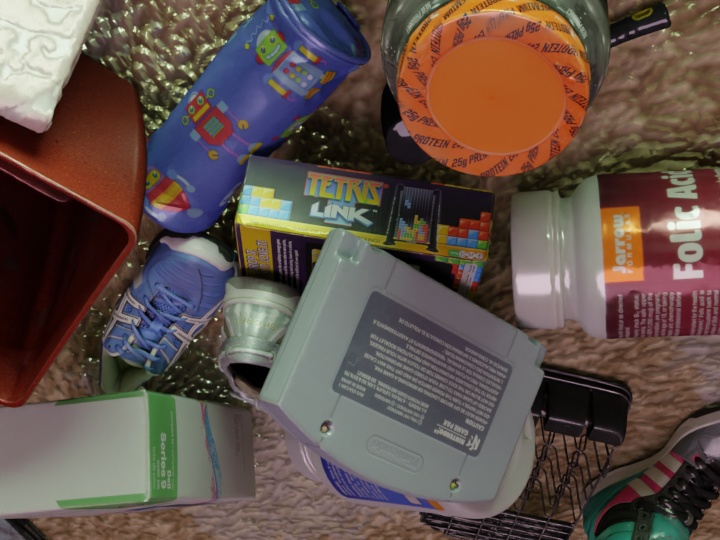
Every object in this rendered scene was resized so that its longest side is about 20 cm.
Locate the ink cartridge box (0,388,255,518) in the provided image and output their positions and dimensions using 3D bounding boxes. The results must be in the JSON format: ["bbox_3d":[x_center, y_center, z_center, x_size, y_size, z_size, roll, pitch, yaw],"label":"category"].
[{"bbox_3d":[-0.189,0.152,0.948,0.144,0.088,0.200,-8,169,16],"label":"ink cartridge box"}]

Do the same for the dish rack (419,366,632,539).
[{"bbox_3d":[0.134,0.168,1.002,0.152,0.055,0.201,13,132,0],"label":"dish rack"}]

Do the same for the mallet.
[{"bbox_3d":[0.103,-0.123,0.756,0.199,0.066,0.041,-16,127,20],"label":"mallet"}]

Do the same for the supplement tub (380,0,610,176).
[{"bbox_3d":[0.076,-0.149,0.650,0.122,0.201,0.123,4,131,5],"label":"supplement tub"}]

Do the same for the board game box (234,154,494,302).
[{"bbox_3d":[0.000,0.000,0.832,0.164,0.057,0.200,10,155,1],"label":"board game box"}]

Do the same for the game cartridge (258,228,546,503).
[{"bbox_3d":[0.030,0.073,0.751,0.199,0.134,0.041,30,166,-35],"label":"game cartridge"}]

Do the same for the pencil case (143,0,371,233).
[{"bbox_3d":[-0.078,-0.108,0.787,0.078,0.087,0.200,51,123,5],"label":"pencil case"}]

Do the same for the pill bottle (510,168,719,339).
[{"bbox_3d":[0.205,-0.011,0.801,0.198,0.115,0.115,-3,129,10],"label":"pill bottle"}]

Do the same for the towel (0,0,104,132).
[{"bbox_3d":[-0.239,-0.200,0.671,0.199,0.192,0.032,23,159,-12],"label":"towel"}]

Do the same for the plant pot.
[{"bbox_3d":[-0.255,-0.065,0.785,0.199,0.177,0.200,30,127,-16],"label":"plant pot"}]

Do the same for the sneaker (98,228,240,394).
[{"bbox_3d":[-0.149,0.037,0.895,0.075,0.077,0.200,25,142,-12],"label":"sneaker"}]

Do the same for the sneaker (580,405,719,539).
[{"bbox_3d":[0.263,0.199,0.962,0.083,0.121,0.200,34,126,-19],"label":"sneaker"}]

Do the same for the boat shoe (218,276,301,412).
[{"bbox_3d":[-0.073,0.070,0.862,0.074,0.065,0.202,10,156,1],"label":"boat shoe"}]

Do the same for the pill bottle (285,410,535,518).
[{"bbox_3d":[0.030,0.129,0.911,0.199,0.112,0.112,-6,135,51],"label":"pill bottle"}]

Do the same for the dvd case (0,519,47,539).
[{"bbox_3d":[-0.376,0.311,1.216,0.145,0.022,0.201,-18,124,22],"label":"dvd case"}]
